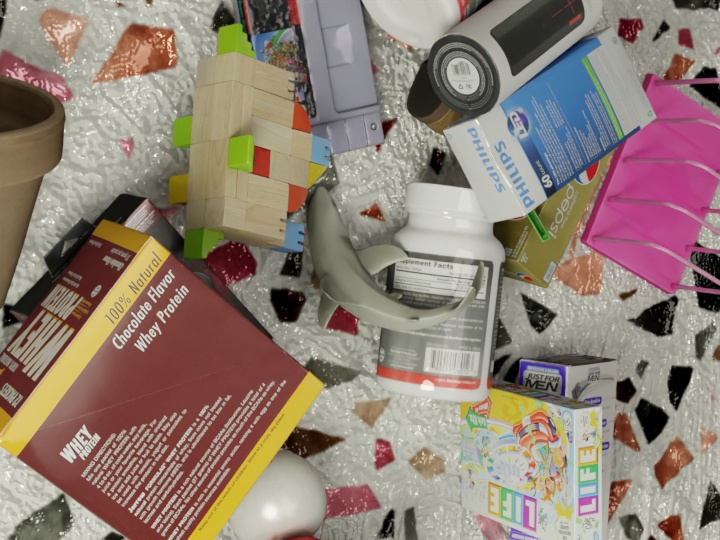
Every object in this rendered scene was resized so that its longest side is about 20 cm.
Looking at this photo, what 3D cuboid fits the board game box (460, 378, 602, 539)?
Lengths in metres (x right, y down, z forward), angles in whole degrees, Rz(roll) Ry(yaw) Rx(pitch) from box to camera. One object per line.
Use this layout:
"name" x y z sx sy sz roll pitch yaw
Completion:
"board game box" 0.164 0.186 1.461 0.034 0.199 0.136 -4 96 -28

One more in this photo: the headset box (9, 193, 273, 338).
"headset box" -0.199 0.041 1.322 0.149 0.077 0.200 -47 115 -17

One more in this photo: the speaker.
"speaker" 0.147 -0.220 1.391 0.200 0.081 0.082 -39 112 -42

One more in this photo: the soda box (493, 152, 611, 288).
"soda box" 0.194 -0.089 1.523 0.064 0.067 0.202 37 76 -42

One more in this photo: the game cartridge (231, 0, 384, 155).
"game cartridge" -0.051 -0.206 1.408 0.128 0.038 0.203 -16 102 -31

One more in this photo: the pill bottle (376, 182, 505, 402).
"pill bottle" 0.081 0.020 1.450 0.115 0.115 0.203 6 91 -28

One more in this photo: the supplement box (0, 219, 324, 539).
"supplement box" -0.179 0.102 1.221 0.200 0.132 0.198 41 79 -25

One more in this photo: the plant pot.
"plant pot" -0.342 -0.054 1.191 0.198 0.200 0.177 -3 114 -28

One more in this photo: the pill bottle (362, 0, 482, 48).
"pill bottle" 0.093 -0.317 1.419 0.114 0.113 0.201 49 62 -23

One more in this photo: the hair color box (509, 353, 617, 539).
"hair color box" 0.211 0.192 1.547 0.109 0.064 0.203 0 96 -52

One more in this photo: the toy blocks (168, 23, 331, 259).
"toy blocks" -0.085 -0.101 1.328 0.136 0.099 0.203 12 78 -47

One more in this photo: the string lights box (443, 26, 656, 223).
"string lights box" 0.184 -0.141 1.422 0.199 0.059 0.104 -35 103 -29

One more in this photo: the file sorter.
"file sorter" 0.356 -0.089 1.585 0.138 0.125 0.202 27 81 -28

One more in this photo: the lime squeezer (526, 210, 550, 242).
"lime squeezer" 0.128 -0.121 1.462 0.037 0.071 0.202 -24 103 17

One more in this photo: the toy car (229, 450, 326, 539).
"toy car" -0.074 0.245 1.387 0.182 0.177 0.202 -12 71 -13

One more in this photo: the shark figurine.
"shark figurine" 0.009 0.020 1.377 0.089 0.213 0.130 2 112 -58

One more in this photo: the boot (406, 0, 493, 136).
"boot" 0.120 -0.226 1.487 0.075 0.073 0.202 30 87 -42
